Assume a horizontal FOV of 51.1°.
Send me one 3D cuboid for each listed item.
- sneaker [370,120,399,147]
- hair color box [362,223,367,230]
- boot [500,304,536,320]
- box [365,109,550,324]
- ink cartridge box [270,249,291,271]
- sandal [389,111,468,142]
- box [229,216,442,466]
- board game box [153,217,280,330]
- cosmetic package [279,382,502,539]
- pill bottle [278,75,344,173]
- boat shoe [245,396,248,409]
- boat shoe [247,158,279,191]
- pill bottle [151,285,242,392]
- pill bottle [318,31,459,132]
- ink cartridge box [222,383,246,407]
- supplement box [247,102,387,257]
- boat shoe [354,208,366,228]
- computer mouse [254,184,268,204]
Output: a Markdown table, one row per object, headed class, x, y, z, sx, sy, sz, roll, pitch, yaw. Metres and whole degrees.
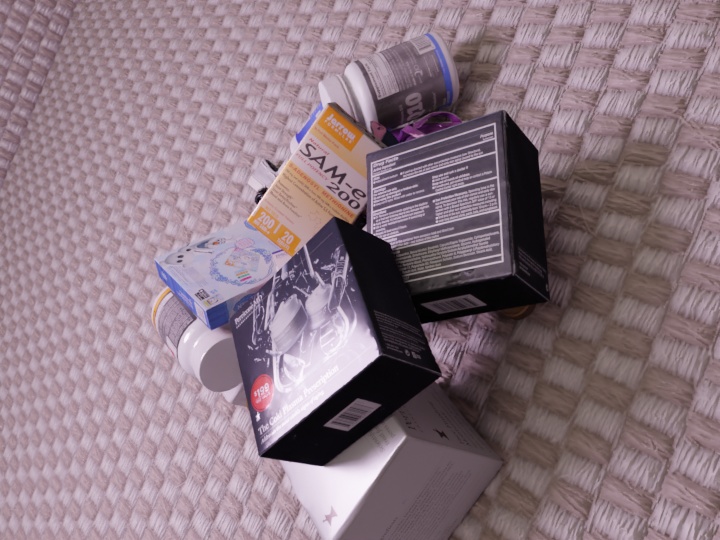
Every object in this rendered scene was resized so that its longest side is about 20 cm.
| class | x | y | z | sx | sy | sz | roll | pitch | yaw |
| --- | --- | --- | --- | --- | --- | --- | --- | --- | --- |
| sneaker | -0.031 | -0.146 | 1.118 | 0.198 | 0.082 | 0.071 | -33 | 25 | 14 |
| hair color box | 0.064 | -0.038 | 1.051 | 0.110 | 0.064 | 0.201 | 38 | 80 | 19 |
| boot | 0.184 | -0.041 | 0.992 | 0.073 | 0.075 | 0.205 | -27 | 54 | 36 |
| box | 0.116 | -0.056 | 0.917 | 0.196 | 0.122 | 0.204 | -12 | 68 | 32 |
| ink cartridge box | -0.056 | 0.041 | 1.099 | 0.097 | 0.040 | 0.202 | -18 | 54 | -11 |
| sandal | 0.112 | -0.211 | 1.123 | 0.198 | 0.051 | 0.083 | -1 | 41 | 27 |
| box | -0.037 | 0.083 | 0.839 | 0.199 | 0.103 | 0.185 | -41 | 49 | 25 |
| board game box | -0.206 | -0.003 | 1.228 | 0.199 | 0.196 | 0.044 | 34 | 142 | 44 |
| cosmetic package | 0.033 | 0.230 | 0.932 | 0.167 | 0.198 | 0.165 | -55 | 44 | 11 |
| pill bottle | -0.051 | -0.218 | 1.282 | 0.200 | 0.111 | 0.113 | -48 | 45 | 19 |
| boat shoe | -0.090 | 0.131 | 1.101 | 0.064 | 0.074 | 0.202 | 18 | 61 | 26 |
| boat shoe | -0.141 | -0.157 | 1.388 | 0.070 | 0.071 | 0.199 | -62 | 33 | 5 |
| pill bottle | -0.256 | 0.104 | 1.220 | 0.199 | 0.115 | 0.118 | 37 | 99 | 48 |
| pill bottle | 0.041 | -0.275 | 1.147 | 0.196 | 0.115 | 0.115 | -23 | 49 | -6 |
| ink cartridge box | -0.169 | 0.111 | 1.277 | 0.202 | 0.083 | 0.145 | -57 | 42 | 10 |
| supplement box | -0.050 | -0.115 | 1.053 | 0.202 | 0.125 | 0.074 | -53 | 1 | 15 |
| boat shoe | 0.044 | -0.119 | 1.181 | 0.074 | 0.093 | 0.202 | -9 | 38 | 47 |
| computer mouse | -0.070 | -0.107 | 1.262 | 0.196 | 0.139 | 0.054 | -5 | 50 | 35 |
